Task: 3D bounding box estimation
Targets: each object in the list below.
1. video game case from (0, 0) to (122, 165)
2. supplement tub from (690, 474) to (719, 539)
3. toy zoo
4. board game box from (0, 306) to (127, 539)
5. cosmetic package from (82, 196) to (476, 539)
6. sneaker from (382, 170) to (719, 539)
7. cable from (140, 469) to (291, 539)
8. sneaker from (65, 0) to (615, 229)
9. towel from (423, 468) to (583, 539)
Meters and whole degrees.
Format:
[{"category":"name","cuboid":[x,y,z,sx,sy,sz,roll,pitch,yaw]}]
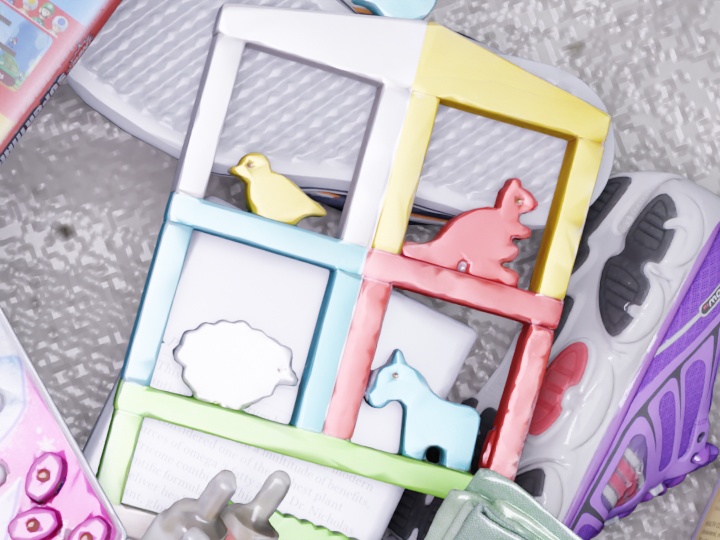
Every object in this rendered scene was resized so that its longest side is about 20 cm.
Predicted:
[{"category":"video game case","cuboid":[-0.158,-0.074,0.833,0.143,0.017,0.200,35,81,3]},{"category":"supplement tub","cuboid":[0.187,0.087,0.958,0.145,0.145,0.201,26,83,-4]},{"category":"toy zoo","cuboid":[0.000,0.000,0.929,0.130,0.020,0.201,16,87,-6]},{"category":"board game box","cuboid":[-0.199,0.044,0.838,0.199,0.026,0.201,-30,83,-5]},{"category":"cosmetic package","cuboid":[-0.052,0.089,0.967,0.101,0.071,0.201,27,83,-4]},{"category":"sneaker","cuboid":[0.077,0.067,0.984,0.083,0.081,0.201,31,93,-33]},{"category":"cable","cuboid":[-0.084,0.135,0.892,0.050,0.097,0.200,48,112,9]},{"category":"sneaker","cuboid":[-0.018,-0.060,0.977,0.199,0.079,0.079,21,87,-8]},{"category":"towel","cuboid":[0.065,0.158,0.916,0.152,0.200,0.023,32,48,6]}]
